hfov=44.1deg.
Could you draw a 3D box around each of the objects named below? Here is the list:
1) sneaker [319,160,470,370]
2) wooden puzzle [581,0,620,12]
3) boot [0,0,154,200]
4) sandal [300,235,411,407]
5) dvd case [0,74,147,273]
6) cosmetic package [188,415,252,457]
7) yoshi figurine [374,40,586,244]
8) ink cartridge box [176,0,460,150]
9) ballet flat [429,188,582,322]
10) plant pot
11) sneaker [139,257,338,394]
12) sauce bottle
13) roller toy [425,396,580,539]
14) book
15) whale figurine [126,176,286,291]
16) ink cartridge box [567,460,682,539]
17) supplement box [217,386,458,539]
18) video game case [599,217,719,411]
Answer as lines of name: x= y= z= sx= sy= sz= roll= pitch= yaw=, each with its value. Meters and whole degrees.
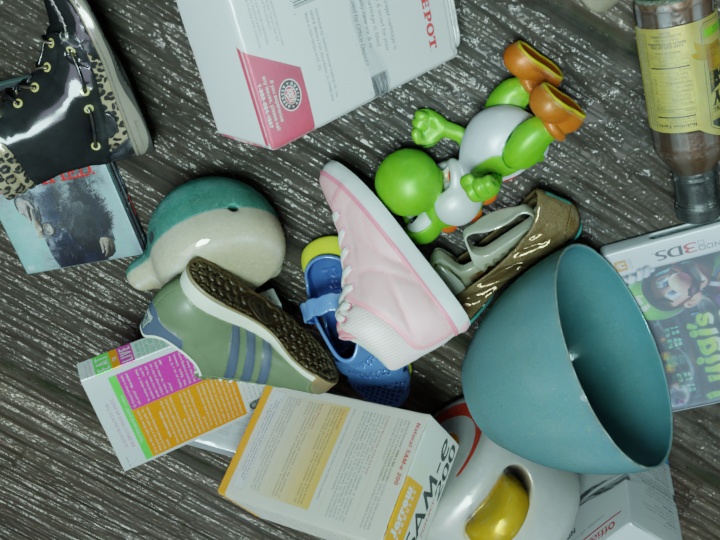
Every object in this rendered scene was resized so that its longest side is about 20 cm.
sneaker: x=0.000 y=0.000 z=0.804 sx=0.105 sy=0.075 sz=0.200 roll=-37 pitch=79 yaw=-1
wooden puzzle: x=0.193 y=-0.317 z=0.651 sx=0.185 sy=0.046 sz=0.200 roll=-36 pitch=108 yaw=26
boot: x=-0.287 y=-0.168 z=0.786 sx=0.150 sy=0.073 sz=0.201 roll=-25 pitch=123 yaw=-6
sandal: x=-0.009 y=0.068 z=0.895 sx=0.079 sy=0.087 sz=0.200 roll=-21 pitch=116 yaw=19
dvd case: x=-0.313 y=-0.095 z=0.893 sx=0.145 sy=0.022 sz=0.201 roll=-8 pitch=117 yaw=15
cosmetic package: x=-0.174 y=0.151 z=0.972 sx=0.199 sy=0.083 sz=0.051 roll=15 pitch=158 yaw=2
yoshi figurine: x=0.087 y=-0.102 z=0.772 sx=0.112 sy=0.112 sz=0.200 roll=45 pitch=122 yaw=2
ink cartridge box: x=-0.029 y=-0.200 z=0.673 sx=0.085 sy=0.200 sz=0.146 roll=22 pitch=135 yaw=48
ballet flat: x=0.112 y=-0.008 z=0.832 sx=0.072 sy=0.068 sz=0.200 roll=36 pitch=119 yaw=-28
plant pot: x=0.170 y=0.093 z=0.796 sx=0.134 sy=0.200 sz=0.200 roll=-25 pitch=113 yaw=33
sneaker: x=-0.116 y=0.071 z=0.829 sx=0.090 sy=0.067 sz=0.200 roll=-37 pitch=128 yaw=17
sauce bottle: x=0.270 y=-0.135 z=0.736 sx=0.064 sy=0.065 sz=0.201 roll=-10 pitch=120 yaw=16
roller toy: x=0.115 y=0.226 z=0.904 sx=0.140 sy=0.200 sz=0.182 roll=41 pitch=125 yaw=-14
book: x=-0.164 y=0.107 z=0.890 sx=0.199 sy=0.048 sz=0.134 roll=-20 pitch=134 yaw=-13
whale figurine: x=-0.155 y=-0.015 z=0.874 sx=0.159 sy=0.104 sz=0.200 roll=-7 pitch=152 yaw=-28
ink cartridge box: x=0.253 y=0.254 z=0.888 sx=0.067 sy=0.200 sz=0.116 roll=33 pitch=121 yaw=-8
supplement box: x=-0.022 y=0.191 z=0.854 sx=0.199 sy=0.126 sz=0.074 roll=7 pitch=152 yaw=36
video game case: x=0.344 y=0.041 z=0.848 sx=0.181 sy=0.023 sz=0.201 roll=-16 pitch=116 yaw=19
